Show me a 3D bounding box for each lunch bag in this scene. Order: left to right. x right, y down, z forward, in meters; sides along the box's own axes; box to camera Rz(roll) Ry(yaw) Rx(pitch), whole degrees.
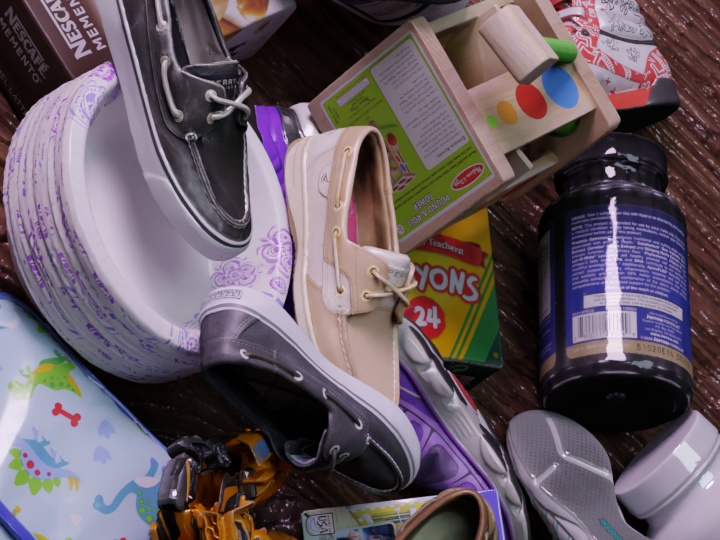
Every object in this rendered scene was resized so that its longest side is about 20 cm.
[{"bbox_3d":[-0.211,0.129,1.440,0.200,0.082,0.161,48,55,-1],"label":"lunch bag"}]

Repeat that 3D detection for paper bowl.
[{"bbox_3d":[-0.145,-0.027,1.498,0.200,0.104,0.202,26,55,-43],"label":"paper bowl"}]

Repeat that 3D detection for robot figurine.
[{"bbox_3d":[-0.076,0.163,1.439,0.200,0.058,0.146,-34,119,-75],"label":"robot figurine"}]

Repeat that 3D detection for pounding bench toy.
[{"bbox_3d":[0.098,-0.125,1.607,0.156,0.200,0.125,-26,83,-44],"label":"pounding bench toy"}]

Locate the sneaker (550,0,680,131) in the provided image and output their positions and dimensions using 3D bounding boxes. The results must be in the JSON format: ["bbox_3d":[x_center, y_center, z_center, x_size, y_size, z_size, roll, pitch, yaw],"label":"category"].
[{"bbox_3d":[0.152,-0.162,1.815,0.200,0.067,0.109,-6,70,-37],"label":"sneaker"}]

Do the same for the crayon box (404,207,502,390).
[{"bbox_3d":[0.029,-0.023,1.680,0.126,0.051,0.202,8,63,-28],"label":"crayon box"}]

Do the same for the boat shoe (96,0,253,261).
[{"bbox_3d":[-0.103,-0.106,1.450,0.071,0.063,0.201,-19,88,-54],"label":"boat shoe"}]

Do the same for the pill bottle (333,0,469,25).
[{"bbox_3d":[0.010,-0.240,1.696,0.200,0.110,0.112,20,51,-61],"label":"pill bottle"}]

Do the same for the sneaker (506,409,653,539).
[{"bbox_3d":[0.156,0.187,1.650,0.070,0.081,0.201,-16,57,-29],"label":"sneaker"}]

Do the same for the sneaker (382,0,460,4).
[{"bbox_3d":[0.050,-0.226,1.599,0.200,0.075,0.077,-37,130,-60],"label":"sneaker"}]

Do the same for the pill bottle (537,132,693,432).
[{"bbox_3d":[0.184,0.007,1.723,0.111,0.112,0.202,15,61,-25],"label":"pill bottle"}]

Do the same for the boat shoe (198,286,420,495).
[{"bbox_3d":[-0.032,0.091,1.452,0.200,0.069,0.067,49,36,-37],"label":"boat shoe"}]

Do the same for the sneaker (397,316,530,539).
[{"bbox_3d":[0.049,0.122,1.613,0.201,0.083,0.081,55,8,-16],"label":"sneaker"}]

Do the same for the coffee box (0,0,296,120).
[{"bbox_3d":[-0.158,-0.179,1.621,0.199,0.080,0.115,-30,84,-38],"label":"coffee box"}]

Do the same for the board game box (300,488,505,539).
[{"bbox_3d":[0.037,0.248,1.531,0.133,0.029,0.202,-7,68,-3],"label":"board game box"}]

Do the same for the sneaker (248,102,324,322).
[{"bbox_3d":[-0.070,-0.023,1.614,0.099,0.070,0.202,2,62,-23],"label":"sneaker"}]

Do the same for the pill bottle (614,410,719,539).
[{"bbox_3d":[0.278,0.201,1.686,0.200,0.113,0.113,46,52,-4],"label":"pill bottle"}]

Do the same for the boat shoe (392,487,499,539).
[{"bbox_3d":[0.019,0.217,1.487,0.075,0.074,0.201,29,70,11],"label":"boat shoe"}]

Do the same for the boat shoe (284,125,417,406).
[{"bbox_3d":[0.000,0.000,1.529,0.073,0.069,0.202,9,66,-54],"label":"boat shoe"}]
